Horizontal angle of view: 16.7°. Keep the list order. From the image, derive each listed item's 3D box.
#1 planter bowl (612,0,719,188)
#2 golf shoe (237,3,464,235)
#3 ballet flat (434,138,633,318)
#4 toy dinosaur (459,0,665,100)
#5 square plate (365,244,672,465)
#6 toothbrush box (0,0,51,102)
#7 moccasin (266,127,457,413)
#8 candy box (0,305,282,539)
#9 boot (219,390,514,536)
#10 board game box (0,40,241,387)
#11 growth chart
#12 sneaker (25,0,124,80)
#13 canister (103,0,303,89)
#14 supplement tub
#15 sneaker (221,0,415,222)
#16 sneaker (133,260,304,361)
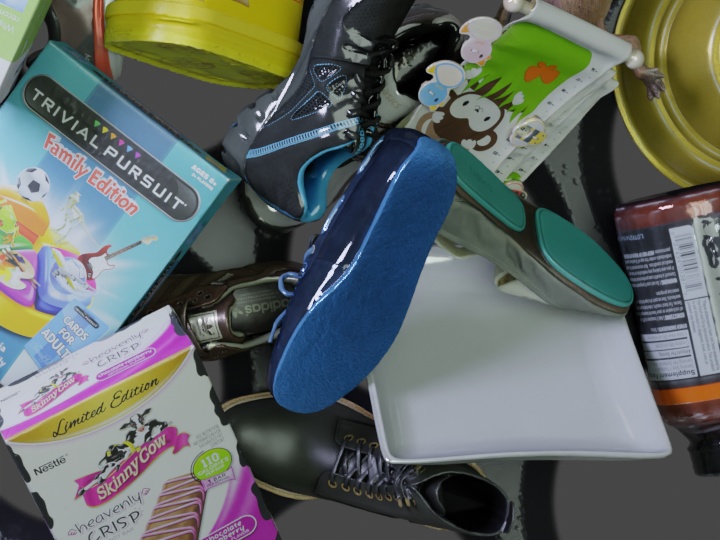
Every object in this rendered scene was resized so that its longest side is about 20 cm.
[{"bbox_3d":[0.286,-0.149,1.736,0.200,0.083,0.201,0,90,-13],"label":"planter bowl"},{"bbox_3d":[-0.006,-0.108,1.667,0.078,0.094,0.200,42,83,-10],"label":"golf shoe"},{"bbox_3d":[0.100,-0.020,1.669,0.200,0.067,0.064,35,125,-28],"label":"ballet flat"},{"bbox_3d":[0.140,-0.192,1.677,0.135,0.086,0.200,14,81,-36],"label":"toy dinosaur"},{"bbox_3d":[0.092,0.060,1.664,0.200,0.028,0.198,0,45,-15],"label":"square plate"},{"bbox_3d":[-0.223,-0.208,1.535,0.086,0.146,0.200,24,102,-7],"label":"toothbrush box"},{"bbox_3d":[0.000,0.000,1.603,0.080,0.068,0.200,28,99,-33],"label":"moccasin"},{"bbox_3d":[-0.142,0.139,1.602,0.136,0.061,0.200,-27,124,-7],"label":"candy box"},{"bbox_3d":[0.003,0.129,1.642,0.200,0.138,0.078,12,89,-10],"label":"boot"},{"bbox_3d":[-0.199,-0.026,1.606,0.151,0.047,0.200,37,97,4],"label":"board game box"},{"bbox_3d":[0.094,-0.104,1.642,0.145,0.200,0.018,11,44,-32],"label":"growth chart"},{"bbox_3d":[-0.204,-0.225,1.636,0.082,0.077,0.200,-6,90,-6],"label":"sneaker"},{"bbox_3d":[-0.092,-0.234,1.629,0.148,0.086,0.200,14,82,-52],"label":"canister"},{"bbox_3d":[0.248,0.040,1.714,0.107,0.107,0.200,-13,93,-12],"label":"supplement tub"},{"bbox_3d":[-0.007,-0.122,1.599,0.082,0.073,0.200,47,117,28],"label":"sneaker"},{"bbox_3d":[-0.117,0.031,1.649,0.200,0.076,0.071,-16,93,-13],"label":"sneaker"}]
